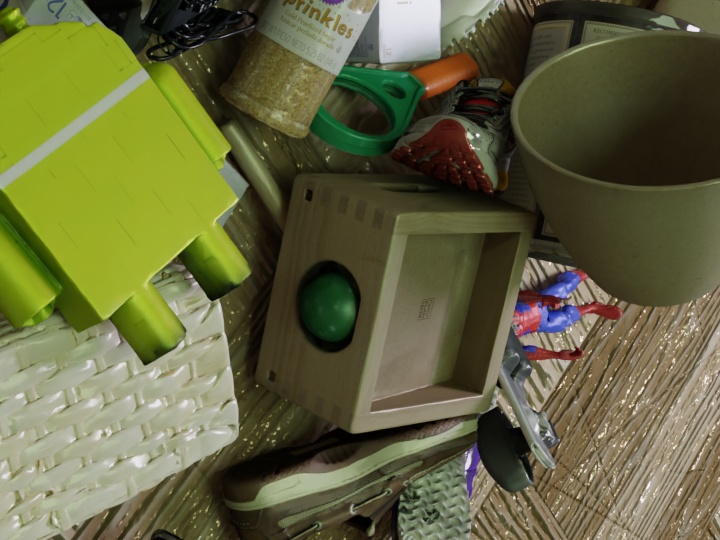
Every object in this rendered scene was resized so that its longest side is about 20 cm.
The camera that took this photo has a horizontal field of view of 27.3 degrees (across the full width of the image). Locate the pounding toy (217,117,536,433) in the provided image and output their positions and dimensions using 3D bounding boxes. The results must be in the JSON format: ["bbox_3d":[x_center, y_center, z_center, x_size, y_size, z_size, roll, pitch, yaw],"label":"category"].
[{"bbox_3d":[0.000,0.000,1.055,0.200,0.142,0.185,-3,110,-47],"label":"pounding toy"}]

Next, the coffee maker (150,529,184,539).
[{"bbox_3d":[-0.175,0.283,0.907,0.200,0.135,0.193,-18,111,-42],"label":"coffee maker"}]

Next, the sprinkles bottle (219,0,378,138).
[{"bbox_3d":[-0.019,-0.189,0.983,0.068,0.068,0.200,19,104,-46],"label":"sprinkles bottle"}]

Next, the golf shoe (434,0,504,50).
[{"bbox_3d":[0.077,-0.255,1.124,0.097,0.078,0.200,43,59,-27],"label":"golf shoe"}]

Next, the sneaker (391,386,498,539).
[{"bbox_3d":[0.059,0.157,1.180,0.100,0.069,0.200,102,3,-57],"label":"sneaker"}]

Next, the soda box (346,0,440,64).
[{"bbox_3d":[0.013,-0.249,1.053,0.068,0.064,0.201,-12,107,-44],"label":"soda box"}]

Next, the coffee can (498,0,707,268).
[{"bbox_3d":[0.194,-0.104,1.209,0.146,0.146,0.201,13,89,-47],"label":"coffee can"}]

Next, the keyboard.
[{"bbox_3d":[-0.073,-0.180,0.920,0.104,0.040,0.200,-52,180,27],"label":"keyboard"}]

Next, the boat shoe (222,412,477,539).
[{"bbox_3d":[-0.003,0.156,1.088,0.202,0.075,0.075,-15,101,-20],"label":"boat shoe"}]

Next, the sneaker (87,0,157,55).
[{"bbox_3d":[-0.107,-0.219,0.931,0.090,0.066,0.201,24,78,-43],"label":"sneaker"}]

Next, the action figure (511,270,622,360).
[{"bbox_3d":[0.173,0.038,1.254,0.200,0.099,0.065,-14,107,-41],"label":"action figure"}]

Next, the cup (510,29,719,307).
[{"bbox_3d":[0.212,-0.060,1.056,0.200,0.200,0.143,-41,137,-33],"label":"cup"}]

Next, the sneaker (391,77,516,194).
[{"bbox_3d":[0.075,-0.103,1.069,0.200,0.078,0.082,-27,136,-79],"label":"sneaker"}]

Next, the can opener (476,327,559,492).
[{"bbox_3d":[0.094,0.076,1.141,0.067,0.200,0.053,-32,145,11],"label":"can opener"}]

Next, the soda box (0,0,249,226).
[{"bbox_3d":[-0.158,-0.089,0.904,0.200,0.063,0.068,48,64,-40],"label":"soda box"}]

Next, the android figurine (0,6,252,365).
[{"bbox_3d":[-0.148,-0.052,0.808,0.200,0.041,0.182,52,51,-12],"label":"android figurine"}]

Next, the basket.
[{"bbox_3d":[-0.181,0.065,0.867,0.200,0.123,0.136,-25,116,-42],"label":"basket"}]

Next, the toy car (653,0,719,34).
[{"bbox_3d":[0.363,-0.199,1.392,0.200,0.176,0.185,40,52,-72],"label":"toy car"}]

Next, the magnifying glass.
[{"bbox_3d":[0.026,-0.131,1.096,0.200,0.080,0.022,-29,157,-48],"label":"magnifying glass"}]
